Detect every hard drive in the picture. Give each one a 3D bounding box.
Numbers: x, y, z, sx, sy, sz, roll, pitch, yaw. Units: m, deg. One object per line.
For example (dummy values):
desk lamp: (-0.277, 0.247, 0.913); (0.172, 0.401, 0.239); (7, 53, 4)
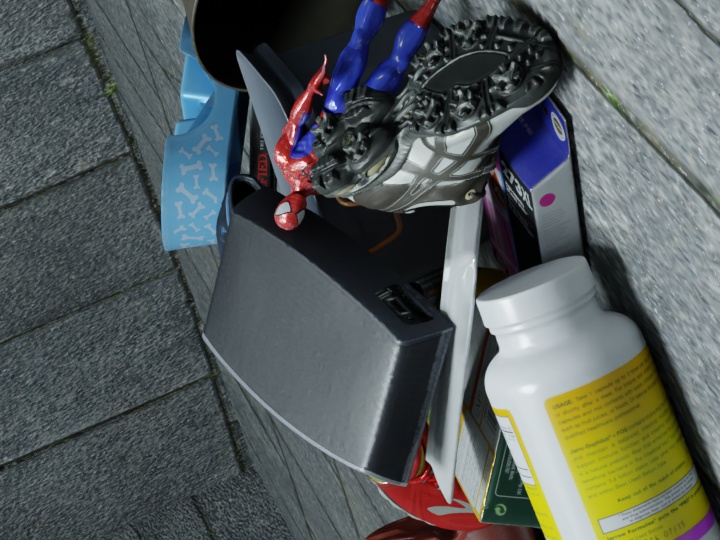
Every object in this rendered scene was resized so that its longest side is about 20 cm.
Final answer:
hard drive: (-0.029, 0.043, 1.462); (0.200, 0.042, 0.135); (37, 123, 39)

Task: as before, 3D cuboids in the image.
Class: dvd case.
dvd case: (-0.076, -0.086, 1.749); (0.146, 0.022, 0.200); (-151, 60, -88)

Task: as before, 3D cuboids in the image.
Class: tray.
tray: (0.061, 0.043, 1.449); (0.107, 0.022, 0.200); (-79, -6, -55)

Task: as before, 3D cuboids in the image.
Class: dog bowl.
dog bowl: (-0.117, -0.108, 1.716); (0.112, 0.049, 0.200); (91, -175, -65)

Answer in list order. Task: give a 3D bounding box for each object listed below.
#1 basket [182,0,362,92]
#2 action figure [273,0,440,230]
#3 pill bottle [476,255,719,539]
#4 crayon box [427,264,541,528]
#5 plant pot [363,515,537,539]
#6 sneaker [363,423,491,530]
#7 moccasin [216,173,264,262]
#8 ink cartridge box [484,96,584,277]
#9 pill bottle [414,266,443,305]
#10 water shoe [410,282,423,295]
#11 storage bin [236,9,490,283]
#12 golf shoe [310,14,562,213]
basket: (-0.082, -0.266, 1.645); (0.180, 0.136, 0.200); (-61, 37, 36)
action figure: (-0.004, -0.112, 1.424); (0.065, 0.200, 0.052); (25, -161, -15)
pill bottle: (0.142, 0.096, 1.375); (0.104, 0.104, 0.200); (-161, 48, -77)
crayon box: (0.095, 0.078, 1.558); (0.200, 0.051, 0.126); (-120, 39, -65)
plant pot: (0.097, 0.311, 1.950); (0.201, 0.200, 0.196); (-175, 70, -79)
sneaker: (0.033, 0.142, 1.650); (0.200, 0.077, 0.085); (37, -175, -24)
moccasin: (-0.066, 0.013, 1.585); (0.068, 0.080, 0.200); (84, 160, -49)
ink cartridge box: (0.108, -0.050, 1.423); (0.200, 0.037, 0.095); (79, 165, -47)
pill bottle: (0.024, -0.002, 1.782); (0.106, 0.106, 0.200); (132, 114, -80)
water shoe: (0.000, 0.000, 1.677); (0.072, 0.079, 0.200); (58, 180, -41)
storage bin: (0.017, -0.078, 1.548); (0.146, 0.134, 0.200); (52, 164, 57)
golf shoe: (0.061, -0.090, 1.355); (0.094, 0.200, 0.078); (28, -124, -34)
